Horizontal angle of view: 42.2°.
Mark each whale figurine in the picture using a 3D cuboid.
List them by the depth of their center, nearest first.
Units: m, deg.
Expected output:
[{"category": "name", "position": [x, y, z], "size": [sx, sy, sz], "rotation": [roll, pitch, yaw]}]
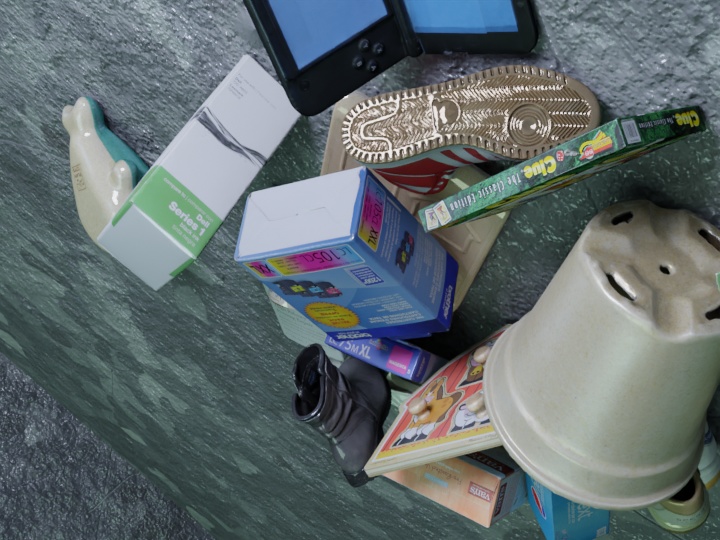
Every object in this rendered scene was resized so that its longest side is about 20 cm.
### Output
[{"category": "whale figurine", "position": [-0.312, -0.124, 1.193], "size": [0.158, 0.103, 0.204], "rotation": [-8, 104, 54]}]

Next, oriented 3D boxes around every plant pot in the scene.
[{"category": "plant pot", "position": [0.214, 0.054, 0.745], "size": [0.198, 0.201, 0.185], "rotation": [29, 139, 16]}]

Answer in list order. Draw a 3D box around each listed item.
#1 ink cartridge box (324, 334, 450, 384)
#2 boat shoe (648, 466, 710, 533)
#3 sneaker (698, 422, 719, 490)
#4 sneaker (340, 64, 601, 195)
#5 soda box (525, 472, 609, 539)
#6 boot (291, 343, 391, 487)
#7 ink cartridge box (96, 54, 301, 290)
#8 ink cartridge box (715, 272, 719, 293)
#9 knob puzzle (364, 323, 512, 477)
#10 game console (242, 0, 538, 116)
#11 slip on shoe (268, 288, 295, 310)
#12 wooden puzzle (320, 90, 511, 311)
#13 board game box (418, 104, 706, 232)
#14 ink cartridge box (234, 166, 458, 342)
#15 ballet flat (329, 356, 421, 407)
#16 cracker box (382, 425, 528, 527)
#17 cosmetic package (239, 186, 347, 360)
[{"category": "ink cartridge box", "position": [0.041, 0.096, 1.046], "size": [0.118, 0.043, 0.199], "rotation": [20, 174, 30]}, {"category": "boat shoe", "position": [0.251, 0.137, 0.850], "size": [0.201, 0.073, 0.067], "rotation": [58, 177, 33]}, {"category": "sneaker", "position": [0.269, 0.156, 0.947], "size": [0.197, 0.075, 0.090], "rotation": [6, 120, 44]}, {"category": "sneaker", "position": [0.091, -0.108, 0.746], "size": [0.195, 0.073, 0.112], "rotation": [-3, 173, 13]}, {"category": "soda box", "position": [0.196, 0.192, 0.888], "size": [0.202, 0.063, 0.068], "rotation": [75, 174, -49]}, {"category": "boot", "position": [-0.023, 0.126, 1.026], "size": [0.133, 0.069, 0.201], "rotation": [55, -169, -26]}, {"category": "ink cartridge box", "position": [-0.158, -0.095, 0.923], "size": [0.084, 0.202, 0.146], "rotation": [40, 153, -14]}, {"category": "ink cartridge box", "position": [0.332, 0.057, 0.645], "size": [0.048, 0.143, 0.202], "rotation": [-109, -7, -50]}, {"category": "knob puzzle", "position": [0.104, 0.107, 0.904], "size": [0.031, 0.219, 0.218], "rotation": [53, 149, -12]}, {"category": "game console", "position": [0.009, -0.211, 0.654], "size": [0.118, 0.169, 0.202], "rotation": [46, 166, 50]}, {"category": "slip on shoe", "position": [-0.002, 0.017, 0.992], "size": [0.196, 0.062, 0.076], "rotation": [11, -171, -26]}, {"category": "wooden puzzle", "position": [0.045, -0.065, 0.898], "size": [0.183, 0.046, 0.201], "rotation": [33, 147, 8]}, {"category": "board game box", "position": [0.142, -0.072, 0.690], "size": [0.199, 0.103, 0.024], "rotation": [-22, 82, 51]}, {"category": "ink cartridge box", "position": [0.000, 0.000, 0.853], "size": [0.134, 0.078, 0.200], "rotation": [-8, 148, 34]}, {"category": "ballet flat", "position": [0.033, 0.134, 1.188], "size": [0.197, 0.070, 0.070], "rotation": [20, 148, 22]}, {"category": "cracker box", "position": [0.129, 0.200, 1.012], "size": [0.132, 0.199, 0.059], "rotation": [20, 104, 30]}, {"category": "cosmetic package", "position": [-0.060, 0.007, 1.092], "size": [0.100, 0.074, 0.202], "rotation": [19, 147, 30]}]
